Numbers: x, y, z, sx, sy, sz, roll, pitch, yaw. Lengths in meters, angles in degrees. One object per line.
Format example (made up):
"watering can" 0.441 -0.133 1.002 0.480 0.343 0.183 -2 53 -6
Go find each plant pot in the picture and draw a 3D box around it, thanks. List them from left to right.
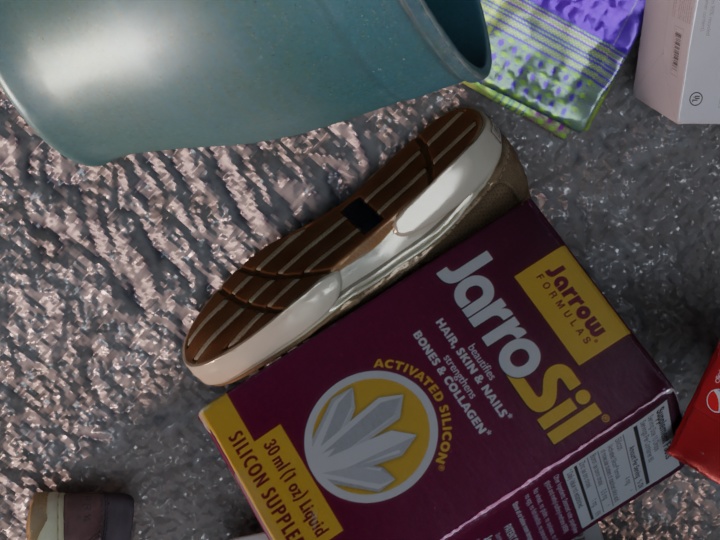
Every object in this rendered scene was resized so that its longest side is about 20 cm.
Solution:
"plant pot" -0.067 -0.141 0.695 0.187 0.200 0.201 -22 111 15

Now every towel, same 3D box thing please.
"towel" 0.102 -0.180 0.789 0.143 0.023 0.201 27 102 -16

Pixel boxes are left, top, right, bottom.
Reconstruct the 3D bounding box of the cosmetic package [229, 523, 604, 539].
"cosmetic package" 0.036 0.179 0.849 0.198 0.102 0.074 -14 148 -4

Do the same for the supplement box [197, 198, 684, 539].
"supplement box" 0.043 0.083 0.786 0.199 0.131 0.103 -33 150 -3

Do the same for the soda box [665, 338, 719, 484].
"soda box" 0.231 0.073 0.805 0.070 0.199 0.064 31 106 29

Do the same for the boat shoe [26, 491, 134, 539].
"boat shoe" -0.139 0.214 0.861 0.064 0.072 0.202 -6 103 -1

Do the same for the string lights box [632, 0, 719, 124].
"string lights box" 0.245 -0.127 0.795 0.198 0.059 0.104 0 110 -15

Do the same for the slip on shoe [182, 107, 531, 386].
"slip on shoe" 0.000 0.000 0.813 0.200 0.076 0.061 -40 120 0
